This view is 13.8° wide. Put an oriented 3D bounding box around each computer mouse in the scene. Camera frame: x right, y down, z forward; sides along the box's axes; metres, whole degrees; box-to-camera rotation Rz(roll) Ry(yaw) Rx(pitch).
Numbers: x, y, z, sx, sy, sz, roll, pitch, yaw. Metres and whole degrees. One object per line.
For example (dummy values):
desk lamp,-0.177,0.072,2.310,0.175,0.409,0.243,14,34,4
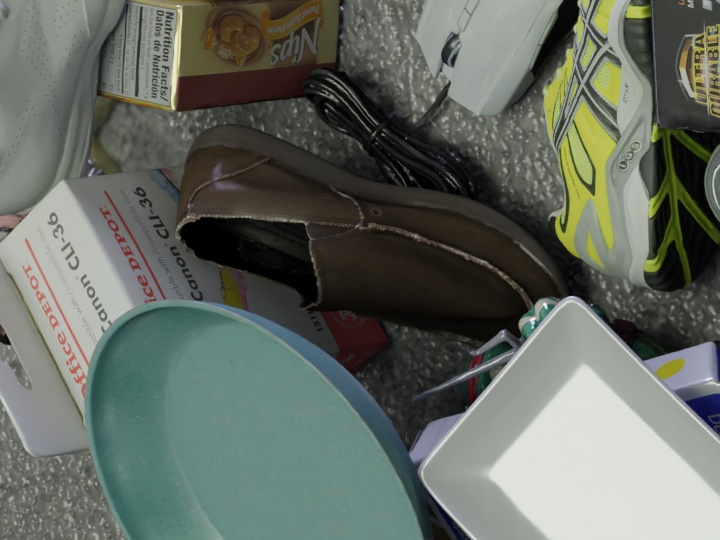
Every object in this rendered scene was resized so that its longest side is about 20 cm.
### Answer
computer mouse,0.053,-0.114,1.384,0.110,0.044,0.200,52,126,23

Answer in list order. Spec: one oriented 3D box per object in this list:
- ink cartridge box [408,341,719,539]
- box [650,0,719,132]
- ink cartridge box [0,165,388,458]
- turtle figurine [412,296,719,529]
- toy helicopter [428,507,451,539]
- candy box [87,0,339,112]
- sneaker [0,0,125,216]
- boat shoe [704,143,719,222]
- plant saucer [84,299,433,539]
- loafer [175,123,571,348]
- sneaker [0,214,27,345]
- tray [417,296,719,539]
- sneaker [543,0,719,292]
ink cartridge box,0.151,0.125,1.269,0.200,0.047,0.198,-18,116,30
box,0.212,-0.149,1.196,0.198,0.050,0.200,6,111,30
ink cartridge box,-0.094,0.015,1.425,0.067,0.200,0.117,-42,69,37
turtle figurine,0.107,0.064,1.325,0.200,0.101,0.150,5,127,25
toy helicopter,0.036,0.159,1.394,0.200,0.132,0.079,4,127,23
candy box,-0.122,-0.123,1.486,0.200,0.115,0.055,13,106,39
sneaker,-0.163,-0.120,1.386,0.075,0.088,0.200,18,107,39
boat shoe,0.219,-0.021,1.235,0.201,0.071,0.070,17,107,38
plant saucer,-0.037,0.094,1.303,0.200,0.036,0.200,26,133,31
loafer,0.000,0.000,1.390,0.200,0.071,0.073,19,139,13
sneaker,-0.230,0.000,1.626,0.200,0.076,0.116,-33,78,38
tray,0.123,0.114,1.192,0.200,0.022,0.107,46,111,18
sneaker,0.114,-0.092,1.314,0.076,0.075,0.200,10,101,39
